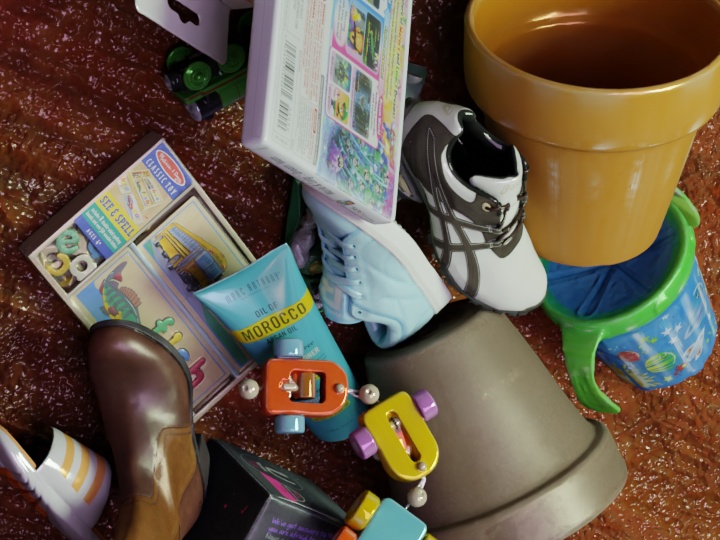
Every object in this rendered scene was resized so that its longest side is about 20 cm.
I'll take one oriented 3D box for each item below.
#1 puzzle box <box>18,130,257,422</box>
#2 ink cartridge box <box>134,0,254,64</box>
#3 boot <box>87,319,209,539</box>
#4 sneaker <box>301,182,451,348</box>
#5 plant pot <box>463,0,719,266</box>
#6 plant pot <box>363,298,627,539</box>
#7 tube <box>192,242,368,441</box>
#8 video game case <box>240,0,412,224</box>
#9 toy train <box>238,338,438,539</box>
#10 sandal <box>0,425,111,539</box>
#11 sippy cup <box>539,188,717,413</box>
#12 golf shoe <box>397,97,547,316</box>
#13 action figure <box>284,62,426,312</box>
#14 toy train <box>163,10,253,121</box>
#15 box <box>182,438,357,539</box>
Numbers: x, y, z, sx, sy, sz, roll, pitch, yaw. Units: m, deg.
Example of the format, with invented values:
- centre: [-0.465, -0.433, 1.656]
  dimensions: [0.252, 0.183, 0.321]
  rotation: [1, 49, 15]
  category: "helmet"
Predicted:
- centre: [-0.145, 0.012, 1.534]
  dimensions: [0.133, 0.025, 0.200]
  rotation: [-43, 121, -9]
  category: "puzzle box"
- centre: [-0.085, -0.252, 1.378]
  dimensions: [0.117, 0.067, 0.201]
  rotation: [27, 64, -56]
  category: "ink cartridge box"
- centre: [-0.168, 0.160, 1.462]
  dimensions: [0.068, 0.201, 0.189]
  rotation: [-1, 130, 11]
  category: "boot"
- centre: [0.000, 0.000, 1.522]
  dimensions: [0.082, 0.074, 0.200]
  rotation: [-48, 138, -5]
  category: "sneaker"
- centre: [0.175, -0.112, 1.576]
  dimensions: [0.199, 0.200, 0.184]
  rotation: [-17, 131, -22]
  category: "plant pot"
- centre: [0.087, 0.123, 1.614]
  dimensions: [0.200, 0.200, 0.175]
  rotation: [-29, 101, -16]
  category: "plant pot"
- centre: [-0.052, 0.056, 1.552]
  dimensions: [0.077, 0.050, 0.200]
  rotation: [-31, 136, 1]
  category: "tube"
- centre: [-0.019, -0.152, 1.396]
  dimensions: [0.182, 0.024, 0.201]
  rotation: [29, 61, -57]
  category: "video game case"
- centre: [-0.016, 0.151, 1.521]
  dimensions: [0.149, 0.056, 0.201]
  rotation: [-2, 82, -14]
  category: "toy train"
- centre: [-0.207, 0.166, 1.527]
  dimensions: [0.059, 0.079, 0.207]
  rotation: [-47, 123, -16]
  category: "sandal"
- centre: [0.227, 0.026, 1.681]
  dimensions: [0.178, 0.140, 0.130]
  rotation: [-38, 132, 0]
  category: "sippy cup"
- centre: [0.092, -0.043, 1.521]
  dimensions: [0.200, 0.094, 0.078]
  rotation: [51, 58, -26]
  category: "golf shoe"
- centre: [-0.012, -0.061, 1.561]
  dimensions: [0.118, 0.055, 0.201]
  rotation: [3, 112, -42]
  category: "action figure"
- centre: [-0.054, -0.170, 1.511]
  dimensions: [0.199, 0.042, 0.057]
  rotation: [-29, 129, -16]
  category: "toy train"
- centre: [-0.101, 0.252, 1.583]
  dimensions: [0.106, 0.122, 0.201]
  rotation: [27, 93, -31]
  category: "box"
